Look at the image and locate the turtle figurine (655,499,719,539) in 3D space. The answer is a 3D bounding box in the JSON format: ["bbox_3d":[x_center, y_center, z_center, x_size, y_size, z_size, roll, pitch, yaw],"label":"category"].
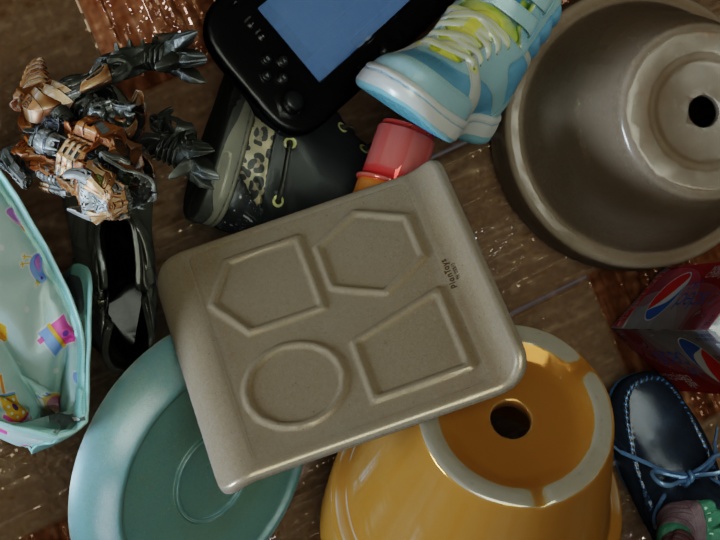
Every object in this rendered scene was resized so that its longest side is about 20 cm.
[{"bbox_3d":[0.198,0.223,1.383,0.100,0.200,0.151,31,108,2],"label":"turtle figurine"}]

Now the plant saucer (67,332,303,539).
[{"bbox_3d":[-0.102,0.130,1.405,0.199,0.027,0.202,-23,125,-38],"label":"plant saucer"}]

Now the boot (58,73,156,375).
[{"bbox_3d":[-0.159,-0.035,1.406,0.067,0.131,0.202,-10,90,-9],"label":"boot"}]

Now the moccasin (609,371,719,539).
[{"bbox_3d":[0.236,0.163,1.509,0.080,0.068,0.201,-26,94,-10],"label":"moccasin"}]

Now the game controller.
[{"bbox_3d":[-0.017,-0.174,1.417,0.200,0.042,0.105,-45,106,-33],"label":"game controller"}]

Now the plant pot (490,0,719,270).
[{"bbox_3d":[0.201,-0.101,1.454,0.198,0.175,0.203,0,88,-9],"label":"plant pot"}]

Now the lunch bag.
[{"bbox_3d":[-0.242,0.026,1.369,0.122,0.170,0.201,-38,95,-18],"label":"lunch bag"}]

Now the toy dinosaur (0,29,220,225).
[{"bbox_3d":[-0.165,-0.094,1.334,0.135,0.103,0.201,-17,54,-21],"label":"toy dinosaur"}]

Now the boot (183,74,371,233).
[{"bbox_3d":[-0.020,-0.100,1.469,0.153,0.073,0.205,25,78,-18],"label":"boot"}]

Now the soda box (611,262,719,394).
[{"bbox_3d":[0.240,0.039,1.445,0.070,0.200,0.064,43,82,-8],"label":"soda box"}]

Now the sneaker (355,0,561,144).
[{"bbox_3d":[0.068,-0.153,1.398,0.079,0.200,0.131,32,100,10],"label":"sneaker"}]

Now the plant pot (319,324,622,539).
[{"bbox_3d":[0.082,0.131,1.386,0.198,0.184,0.202,4,59,-7],"label":"plant pot"}]

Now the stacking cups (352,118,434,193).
[{"bbox_3d":[0.000,0.000,1.405,0.060,0.060,0.202,18,85,-10],"label":"stacking cups"}]

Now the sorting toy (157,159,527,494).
[{"bbox_3d":[-0.014,0.035,1.329,0.198,0.037,0.186,-22,50,0],"label":"sorting toy"}]
